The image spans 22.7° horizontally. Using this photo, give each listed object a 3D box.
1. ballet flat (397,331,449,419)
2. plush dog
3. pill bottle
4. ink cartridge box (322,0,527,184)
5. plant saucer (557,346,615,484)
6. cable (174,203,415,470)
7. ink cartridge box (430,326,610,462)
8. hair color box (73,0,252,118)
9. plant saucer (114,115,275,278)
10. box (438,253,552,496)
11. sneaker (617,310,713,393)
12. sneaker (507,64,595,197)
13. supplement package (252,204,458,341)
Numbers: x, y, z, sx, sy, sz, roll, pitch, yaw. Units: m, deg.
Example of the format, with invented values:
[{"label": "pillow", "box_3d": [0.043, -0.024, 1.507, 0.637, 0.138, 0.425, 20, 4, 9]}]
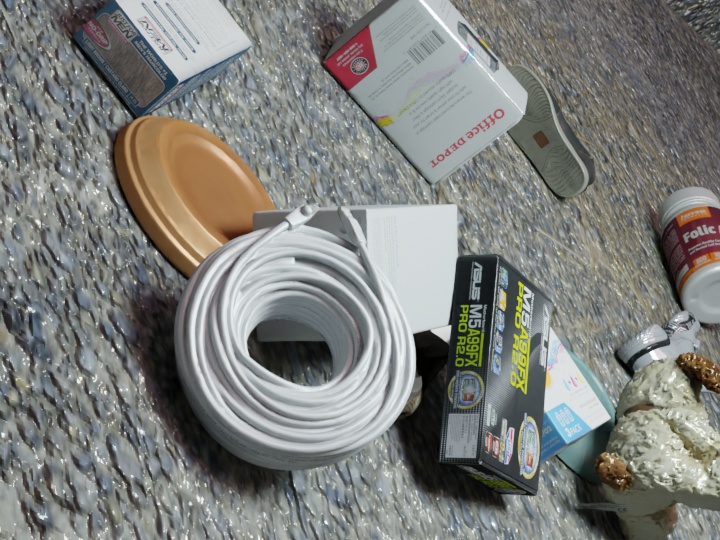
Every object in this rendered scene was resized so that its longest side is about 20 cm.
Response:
[{"label": "ballet flat", "box_3d": [0.044, 0.099, 1.712, 0.067, 0.047, 0.200, 20, 18, 4]}, {"label": "plush dog", "box_3d": [0.314, 0.173, 1.904, 0.160, 0.200, 0.172, 28, 51, -22]}, {"label": "pill bottle", "box_3d": [0.512, -0.027, 2.668, 0.114, 0.114, 0.200, 37, 27, -32]}, {"label": "ink cartridge box", "box_3d": [0.077, -0.225, 2.095, 0.200, 0.147, 0.086, 47, 25, -15]}, {"label": "plant saucer", "box_3d": [0.239, 0.145, 2.009, 0.201, 0.039, 0.201, 41, 26, -25]}, {"label": "cable", "box_3d": [-0.055, 0.061, 1.435, 0.199, 0.069, 0.200, -24, 75, -28]}, {"label": "ink cartridge box", "box_3d": [0.162, 0.100, 1.877, 0.200, 0.068, 0.115, 57, 31, 9]}, {"label": "hair color box", "box_3d": [-0.185, -0.219, 1.704, 0.100, 0.060, 0.200, 51, 23, -3]}, {"label": "plant saucer", "box_3d": [-0.136, -0.061, 1.604, 0.200, 0.037, 0.200, 42, 25, -24]}, {"label": "box", "box_3d": [0.131, 0.102, 1.708, 0.160, 0.044, 0.201, 35, 57, -59]}, {"label": "sneaker", "box_3d": [0.408, 0.123, 2.318, 0.115, 0.075, 0.200, 58, 29, 11]}, {"label": "sneaker", "box_3d": [0.259, -0.195, 2.502, 0.201, 0.075, 0.106, 63, 19, 1]}, {"label": "supplement package", "box_3d": [0.000, 0.000, 1.619, 0.200, 0.116, 0.118, -8, 96, -64]}]
